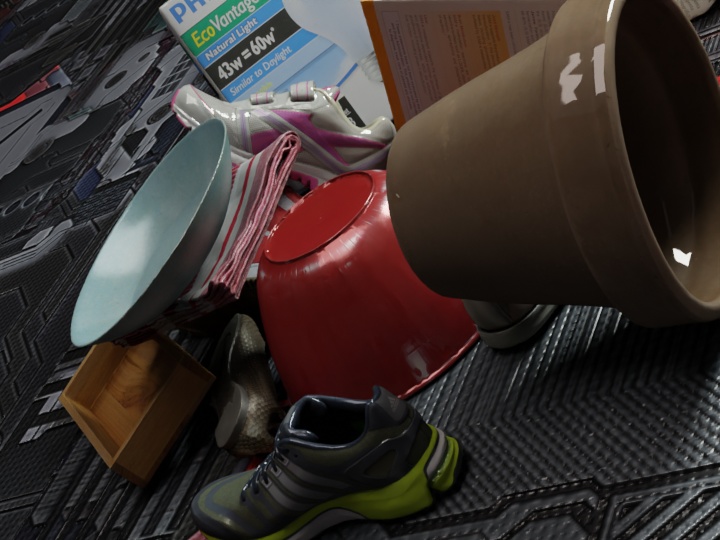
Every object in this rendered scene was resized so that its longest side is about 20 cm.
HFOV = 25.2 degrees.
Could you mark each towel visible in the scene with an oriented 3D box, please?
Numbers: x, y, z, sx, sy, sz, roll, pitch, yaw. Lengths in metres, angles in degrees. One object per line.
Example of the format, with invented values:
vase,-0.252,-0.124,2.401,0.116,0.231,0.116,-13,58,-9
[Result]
towel,-0.125,-0.021,1.245,0.199,0.023,0.145,-24,39,53

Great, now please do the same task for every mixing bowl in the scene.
mixing bowl,0.000,0.000,1.153,0.199,0.109,0.201,-29,26,15

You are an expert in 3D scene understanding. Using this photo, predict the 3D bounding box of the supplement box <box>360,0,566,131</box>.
supplement box,0.113,-0.169,1.201,0.198,0.127,0.074,5,42,27

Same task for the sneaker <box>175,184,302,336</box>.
sneaker,-0.100,-0.010,1.347,0.199,0.071,0.113,-2,45,41

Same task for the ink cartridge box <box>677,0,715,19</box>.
ink cartridge box,0.291,-0.273,1.313,0.198,0.057,0.163,-22,28,21

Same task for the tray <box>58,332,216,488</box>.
tray,-0.181,0.095,1.282,0.099,0.037,0.200,-57,23,-3

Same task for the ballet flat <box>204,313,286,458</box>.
ballet flat,-0.083,0.087,1.197,0.200,0.046,0.068,-118,50,-71

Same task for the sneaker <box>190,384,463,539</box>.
sneaker,-0.034,0.120,1.019,0.199,0.081,0.074,-23,28,29

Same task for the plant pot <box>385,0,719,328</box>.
plant pot,0.116,-0.054,0.963,0.173,0.201,0.201,-14,33,32

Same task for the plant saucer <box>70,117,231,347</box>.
plant saucer,-0.147,-0.021,1.212,0.201,0.039,0.202,-47,22,26

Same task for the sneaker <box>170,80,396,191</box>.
sneaker,-0.056,-0.118,1.319,0.081,0.198,0.089,-111,41,-80

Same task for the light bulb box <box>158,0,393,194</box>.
light bulb box,-0.041,-0.203,1.418,0.198,0.201,0.125,-38,3,-2

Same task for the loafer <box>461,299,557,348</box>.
loafer,0.129,-0.037,1.096,0.072,0.063,0.201,-9,37,47
